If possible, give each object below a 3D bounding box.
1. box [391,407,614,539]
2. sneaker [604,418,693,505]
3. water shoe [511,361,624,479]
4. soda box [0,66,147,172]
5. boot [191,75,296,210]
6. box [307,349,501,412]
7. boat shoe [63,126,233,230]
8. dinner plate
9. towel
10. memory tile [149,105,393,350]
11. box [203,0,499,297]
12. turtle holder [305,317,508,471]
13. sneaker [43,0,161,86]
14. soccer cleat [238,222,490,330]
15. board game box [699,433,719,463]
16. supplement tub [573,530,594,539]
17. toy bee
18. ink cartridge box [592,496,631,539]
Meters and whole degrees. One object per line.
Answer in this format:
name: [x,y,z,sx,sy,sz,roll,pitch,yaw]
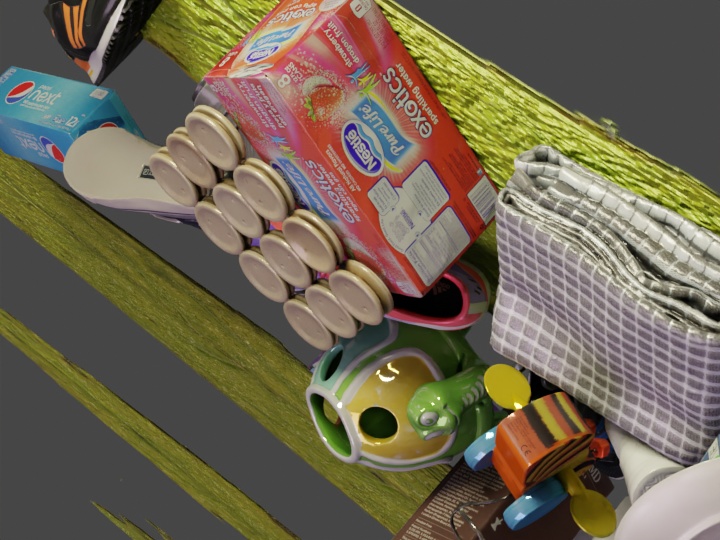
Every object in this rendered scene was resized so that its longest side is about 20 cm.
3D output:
box: [0.110,0.208,1.402,0.075,0.200,0.100,16,147,46]
sneaker: [0.262,0.149,1.215,0.199,0.074,0.116,27,-158,-22]
water shoe: [0.156,0.105,1.292,0.071,0.079,0.200,26,153,39]
soda box: [-0.294,-0.143,1.665,0.200,0.064,0.068,19,148,49]
boot: [-0.075,-0.074,1.413,0.131,0.070,0.201,37,147,26]
box: [0.036,0.108,1.573,0.137,0.039,0.200,46,159,-4]
boat shoe: [-0.172,-0.069,1.531,0.199,0.075,0.093,16,165,38]
dinner plate: [0.261,0.184,1.094,0.199,0.024,0.201,1,135,1]
towel: [0.170,0.026,1.113,0.200,0.086,0.166,33,156,27]
memory tile: [-0.067,-0.028,1.247,0.200,0.017,0.153,48,155,-4]
box: [-0.003,-0.089,1.189,0.095,0.100,0.200,9,141,56]
turtle holder: [0.040,0.105,1.370,0.185,0.131,0.141,41,149,47]
sneaker: [-0.217,-0.215,1.379,0.090,0.070,0.200,42,161,-4]
soccer cleat: [0.000,0.000,1.304,0.199,0.069,0.073,15,-174,8]
board game box: [0.263,0.194,1.146,0.135,0.035,0.200,13,135,-9]
supplement tub: [0.161,0.293,1.547,0.145,0.145,0.200,38,158,13]
toy bee: [0.125,0.122,1.186,0.131,0.108,0.200,63,161,-1]
ink cartridge box: [0.272,0.232,1.341,0.116,0.068,0.200,46,161,-6]
